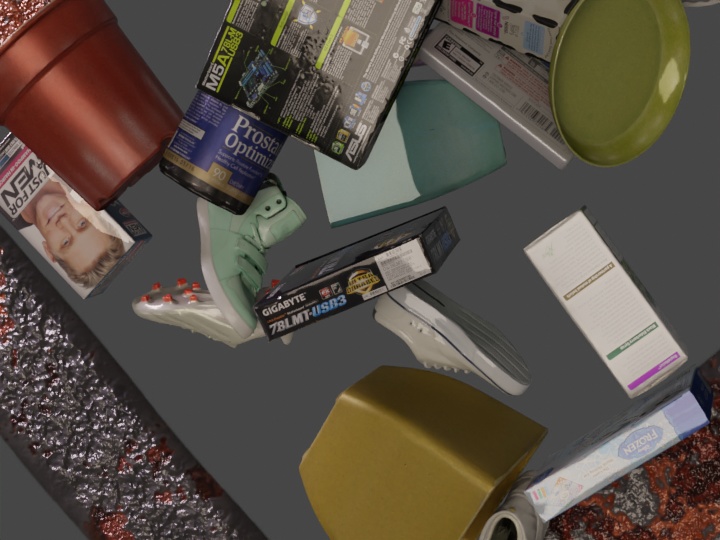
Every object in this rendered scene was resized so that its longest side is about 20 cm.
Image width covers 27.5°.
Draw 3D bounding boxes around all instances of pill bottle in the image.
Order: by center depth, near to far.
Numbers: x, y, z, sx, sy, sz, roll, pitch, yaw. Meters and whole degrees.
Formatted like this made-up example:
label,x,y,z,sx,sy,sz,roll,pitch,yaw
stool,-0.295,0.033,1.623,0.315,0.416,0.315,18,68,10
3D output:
label,x,y,z,sx,sy,sz,roll,pitch,yaw
pill bottle,-0.128,-0.171,1.605,0.111,0.112,0.201,29,93,8

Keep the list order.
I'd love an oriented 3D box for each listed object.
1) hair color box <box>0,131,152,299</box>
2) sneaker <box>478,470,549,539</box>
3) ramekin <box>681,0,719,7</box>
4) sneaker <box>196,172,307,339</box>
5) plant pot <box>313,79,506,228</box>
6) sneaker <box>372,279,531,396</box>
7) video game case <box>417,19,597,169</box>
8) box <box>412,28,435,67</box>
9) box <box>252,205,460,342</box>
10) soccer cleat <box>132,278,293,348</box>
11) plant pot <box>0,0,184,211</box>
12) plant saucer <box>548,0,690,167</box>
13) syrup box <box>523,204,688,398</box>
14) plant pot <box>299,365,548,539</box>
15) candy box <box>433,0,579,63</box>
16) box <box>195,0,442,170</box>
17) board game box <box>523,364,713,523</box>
label,x,y,z,sx,sy,sz,roll,pitch,yaw
hair color box,-0.354,-0.074,1.743,0.200,0.061,0.100,45,104,4
sneaker,0.159,0.331,1.627,0.073,0.115,0.201,16,115,24
ramekin,0.346,-0.376,1.521,0.199,0.105,0.202,1,97,13
sneaker,-0.115,-0.025,1.647,0.117,0.074,0.201,-22,54,10
plant pot,0.054,-0.139,1.606,0.198,0.141,0.142,-12,94,4
sneaker,0.102,0.082,1.659,0.200,0.073,0.071,39,119,12
video game case,0.187,-0.229,1.564,0.200,0.022,0.182,39,64,6
box,0.001,-0.239,1.651,0.198,0.041,0.039,-7,96,15
box,0.000,0.000,1.598,0.197,0.200,0.050,-21,97,15
soccer cleat,-0.172,0.055,1.715,0.198,0.069,0.078,0,114,15
plant pot,-0.308,-0.186,1.661,0.201,0.201,0.195,-40,95,14
plant saucer,0.258,-0.206,1.495,0.031,0.199,0.202,24,104,49
syrup box,0.269,0.033,1.601,0.081,0.079,0.201,-35,88,14
plant pot,0.053,0.215,1.611,0.200,0.195,0.195,36,114,14
candy box,0.146,-0.309,1.537,0.199,0.061,0.137,24,59,19
box,-0.043,-0.233,1.493,0.192,0.048,0.201,27,107,6
board game box,0.278,0.180,1.554,0.198,0.200,0.044,-34,85,15
